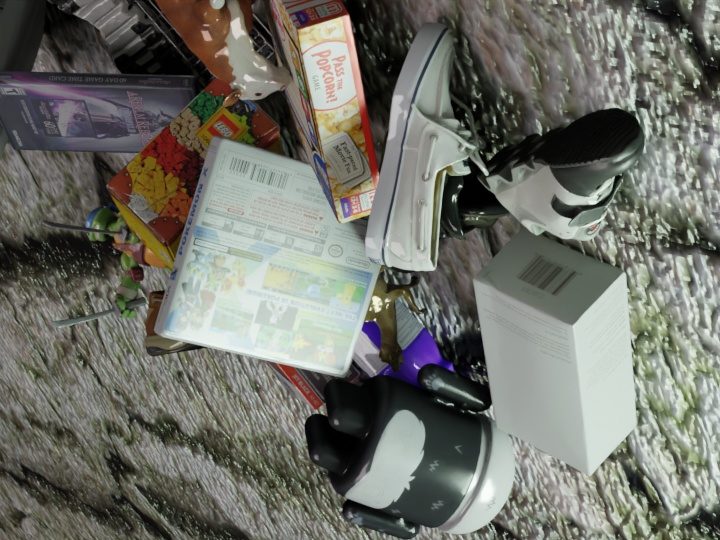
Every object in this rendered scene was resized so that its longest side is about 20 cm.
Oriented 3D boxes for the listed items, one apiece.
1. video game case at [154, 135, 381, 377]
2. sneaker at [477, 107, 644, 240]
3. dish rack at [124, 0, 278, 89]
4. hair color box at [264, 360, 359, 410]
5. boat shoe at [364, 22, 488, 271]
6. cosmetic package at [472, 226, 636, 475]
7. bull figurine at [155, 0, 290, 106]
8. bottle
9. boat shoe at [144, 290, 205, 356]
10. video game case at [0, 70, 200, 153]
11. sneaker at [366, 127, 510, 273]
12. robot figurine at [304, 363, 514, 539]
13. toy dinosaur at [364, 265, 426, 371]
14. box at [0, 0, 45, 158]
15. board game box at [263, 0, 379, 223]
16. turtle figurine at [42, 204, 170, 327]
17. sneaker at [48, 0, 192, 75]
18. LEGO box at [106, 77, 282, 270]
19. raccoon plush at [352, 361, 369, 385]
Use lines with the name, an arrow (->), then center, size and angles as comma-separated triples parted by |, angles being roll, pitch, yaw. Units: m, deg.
video game case -> -0.071, -0.009, 1.531 | 0.200, 0.182, 0.022 | 15, -176, -33
sneaker -> 0.175, -0.068, 1.330 | 0.089, 0.074, 0.200 | 53, 161, -11
dish rack -> -0.149, -0.252, 1.553 | 0.200, 0.055, 0.153 | 49, 153, -7
hair color box -> -0.073, 0.077, 1.780 | 0.111, 0.064, 0.200 | 52, 172, -7
boat shoe -> 0.066, -0.095, 1.375 | 0.086, 0.202, 0.075 | 14, -175, 15
cosmetic package -> 0.173, 0.074, 1.497 | 0.113, 0.081, 0.200 | 27, 147, 33
bull figurine -> -0.128, -0.232, 1.414 | 0.200, 0.065, 0.121 | 49, 145, 18
bottle -> 0.033, 0.077, 1.686 | 0.200, 0.084, 0.065 | 47, 117, -1
boat shoe -> -0.133, 0.035, 1.641 | 0.200, 0.076, 0.074 | -10, 88, 32
video game case -> -0.252, -0.152, 1.652 | 0.200, 0.019, 0.143 | 2, 158, 2
sneaker -> 0.069, -0.046, 1.490 | 0.114, 0.076, 0.199 | 42, 146, 23
robot figurine -> 0.048, 0.171, 1.603 | 0.200, 0.125, 0.150 | 22, 150, -17
toy dinosaur -> 0.000, 0.000, 1.613 | 0.200, 0.101, 0.058 | 51, 152, -7
box -> -0.439, -0.241, 1.737 | 0.200, 0.199, 0.171 | 13, 150, -4
board game box -> -0.036, -0.163, 1.438 | 0.152, 0.046, 0.200 | -116, 10, -48
turtle figurine -> -0.232, 0.006, 1.864 | 0.194, 0.200, 0.144 | 15, 111, 10
sneaker -> -0.231, -0.254, 1.652 | 0.066, 0.091, 0.200 | -29, 128, 24
LEGO box -> -0.149, -0.083, 1.600 | 0.077, 0.149, 0.200 | 43, 171, 7
raccoon plush -> 0.003, 0.163, 1.778 | 0.097, 0.134, 0.200 | 49, 152, -7
